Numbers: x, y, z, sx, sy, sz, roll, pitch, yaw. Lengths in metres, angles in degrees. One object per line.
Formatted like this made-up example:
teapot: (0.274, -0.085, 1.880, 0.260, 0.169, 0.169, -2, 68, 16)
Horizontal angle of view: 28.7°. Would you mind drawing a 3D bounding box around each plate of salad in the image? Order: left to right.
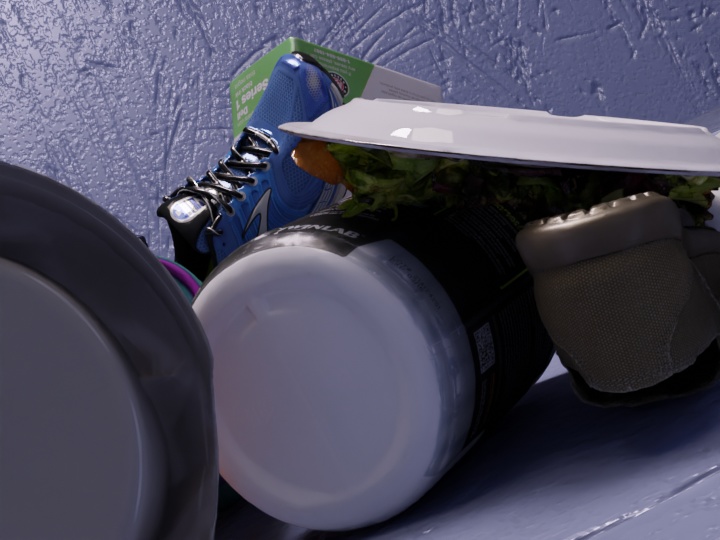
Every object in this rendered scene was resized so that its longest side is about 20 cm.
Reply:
plate of salad: (0.065, -0.040, 0.565, 0.198, 0.049, 0.200, 5, 7, -1)

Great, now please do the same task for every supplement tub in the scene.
supplement tub: (0.018, 0.024, 0.623, 0.122, 0.123, 0.200, -24, 2, 29)

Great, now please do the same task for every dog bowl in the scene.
dog bowl: (-0.138, 0.067, 0.453, 0.199, 0.201, 0.059, -25, -9, -7)

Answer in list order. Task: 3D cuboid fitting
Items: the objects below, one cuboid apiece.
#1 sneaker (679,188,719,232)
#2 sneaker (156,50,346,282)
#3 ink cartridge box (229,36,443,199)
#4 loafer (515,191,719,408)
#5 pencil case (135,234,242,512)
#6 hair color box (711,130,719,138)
sneaker: (0.185, -0.030, 0.712, 0.115, 0.074, 0.200, -28, 1, -7)
sneaker: (-0.071, -0.040, 0.873, 0.089, 0.201, 0.078, 11, 14, -42)
ink cartridge box: (-0.008, -0.041, 0.980, 0.145, 0.202, 0.084, 13, -27, -39)
loafer: (0.105, 0.018, 0.542, 0.075, 0.068, 0.200, -11, -9, 22)
pencil case: (-0.097, 0.062, 0.690, 0.092, 0.086, 0.200, 10, -22, 9)
hair color box: (0.190, -0.037, 0.958, 0.199, 0.064, 0.111, -25, 2, 27)
